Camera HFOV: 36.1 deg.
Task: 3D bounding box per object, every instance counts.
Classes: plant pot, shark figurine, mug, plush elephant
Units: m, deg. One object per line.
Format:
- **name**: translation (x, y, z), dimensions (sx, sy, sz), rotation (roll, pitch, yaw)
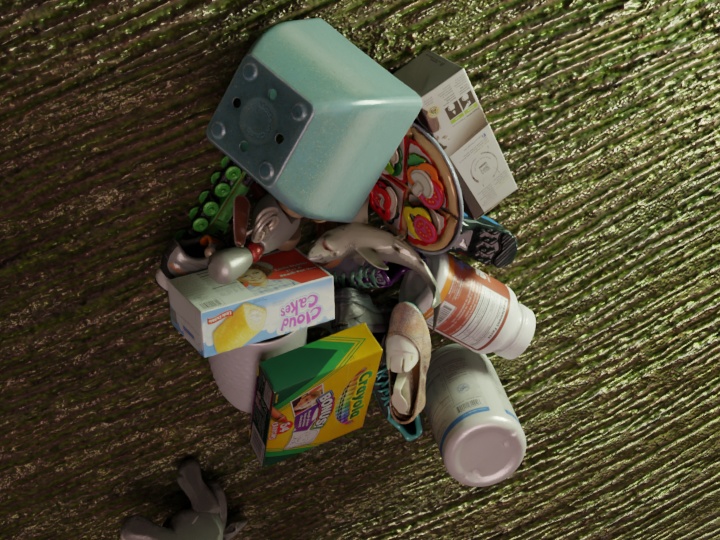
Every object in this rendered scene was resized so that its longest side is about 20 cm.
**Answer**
- **plant pot**: translation (-0.077, -0.186, 1.371), dimensions (0.196, 0.199, 0.197), rotation (39, 111, 16)
- **shark figurine**: translation (0.030, -0.013, 1.540), dimensions (0.212, 0.130, 0.090), rotation (25, 145, -10)
- **mug**: translation (-0.126, 0.113, 1.613), dimensions (0.196, 0.149, 0.177), rotation (-7, 133, -14)
- **plush elephant**: translation (-0.265, 0.431, 1.777), dimensions (0.199, 0.165, 0.155), rotation (36, 152, 6)

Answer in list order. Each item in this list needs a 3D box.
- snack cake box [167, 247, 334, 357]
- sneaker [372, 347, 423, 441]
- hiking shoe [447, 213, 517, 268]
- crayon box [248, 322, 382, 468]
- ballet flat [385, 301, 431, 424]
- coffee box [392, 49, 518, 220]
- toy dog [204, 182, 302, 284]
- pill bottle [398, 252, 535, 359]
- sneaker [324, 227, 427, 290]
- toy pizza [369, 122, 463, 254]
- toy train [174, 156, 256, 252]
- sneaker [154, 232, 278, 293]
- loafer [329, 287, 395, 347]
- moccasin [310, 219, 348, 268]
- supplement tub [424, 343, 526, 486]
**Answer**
- **snack cake box**: translation (-0.146, 0.039, 1.480), dimensions (0.197, 0.115, 0.068), rotation (-16, 118, -28)
- **sneaker**: translation (0.051, 0.184, 1.721), dimensions (0.077, 0.092, 0.201), rotation (-30, 121, 6)
- **hiking shoe**: translation (0.133, -0.060, 1.607), dimensions (0.197, 0.087, 0.075), rotation (26, 100, 1)
- **crayon box**: translation (-0.067, 0.180, 1.575), dimensions (0.170, 0.059, 0.202), rotation (-18, 146, -24)
- **ballet flat**: translation (0.066, 0.143, 1.611), dimensions (0.067, 0.067, 0.203), rotation (10, 126, 25)
- **coffee box**: translation (0.124, -0.184, 1.504), dimensions (0.079, 0.113, 0.202), rotation (-34, 121, -6)
- **toy dog**: translation (-0.146, -0.063, 1.472), dimensions (0.096, 0.200, 0.133), rotation (38, 111, 12)
- **pill bottle**: translation (0.163, 0.055, 1.658), dimensions (0.198, 0.113, 0.113), rotation (28, 111, -25)
- **sneaker**: translation (0.000, 0.000, 1.606), dimensions (0.197, 0.088, 0.075), rotation (-27, 122, 4)
- **toy pizza**: translation (0.062, -0.111, 1.501), dimensions (0.031, 0.199, 0.203), rotation (-29, 127, -31)
- **toy train**: translation (-0.209, -0.074, 1.550), dimensions (0.056, 0.042, 0.201), rotation (23, 113, -33)
- **sneaker**: translation (-0.186, -0.013, 1.540), dimensions (0.197, 0.074, 0.080), rotation (-5, 127, -36)
- **loafer**: translation (0.019, 0.088, 1.641), dimensions (0.072, 0.074, 0.198), rotation (-20, 152, 38)
- **moccasin**: translation (-0.041, -0.098, 1.539), dimensions (0.077, 0.074, 0.204), rotation (-10, 126, -35)
- **supplement tub**: translation (0.168, 0.220, 1.702), dimensions (0.129, 0.201, 0.134), rotation (-5, 121, -8)
